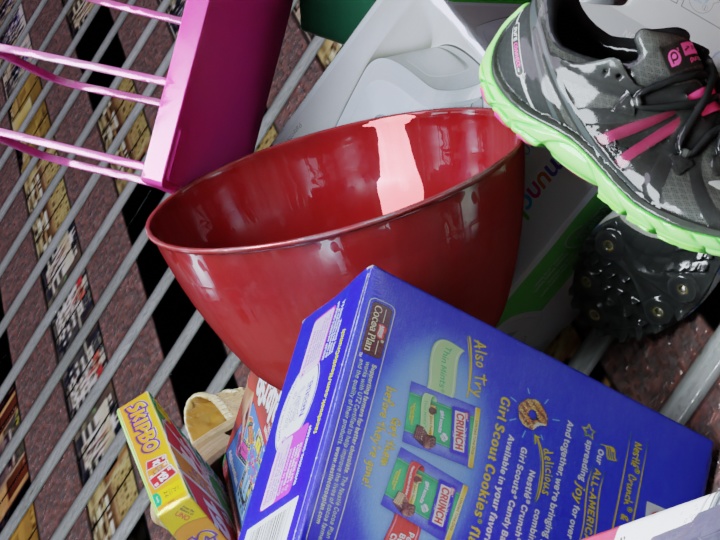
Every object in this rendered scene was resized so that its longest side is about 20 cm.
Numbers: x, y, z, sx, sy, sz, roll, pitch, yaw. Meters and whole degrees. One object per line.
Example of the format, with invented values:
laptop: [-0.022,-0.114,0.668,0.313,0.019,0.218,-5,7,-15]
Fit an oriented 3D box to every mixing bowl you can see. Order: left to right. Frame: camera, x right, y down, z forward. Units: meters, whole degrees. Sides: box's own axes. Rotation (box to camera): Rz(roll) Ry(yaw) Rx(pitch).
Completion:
mixing bowl: [0.000,0.000,1.438,0.200,0.108,0.200,-13,17,4]

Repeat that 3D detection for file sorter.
file sorter: [-0.118,-0.147,1.540,0.139,0.125,0.200,23,-99,-75]

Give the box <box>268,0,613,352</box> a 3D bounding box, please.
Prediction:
box: [0.050,-0.040,1.562,0.177,0.097,0.200,53,122,24]

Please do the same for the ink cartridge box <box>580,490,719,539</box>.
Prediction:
ink cartridge box: [0.153,0.172,1.169,0.200,0.084,0.145,-30,37,56]

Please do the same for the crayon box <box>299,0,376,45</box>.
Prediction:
crayon box: [0.037,-0.248,1.594,0.200,0.058,0.173,-48,-32,-39]

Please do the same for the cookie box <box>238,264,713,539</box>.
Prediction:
cookie box: [0.053,0.121,1.314,0.075,0.200,0.171,-38,30,52]

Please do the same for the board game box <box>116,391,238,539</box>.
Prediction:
board game box: [-0.068,0.161,1.580,0.030,0.200,0.096,-30,39,2]

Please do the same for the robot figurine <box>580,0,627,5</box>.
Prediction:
robot figurine: [0.118,-0.152,1.650,0.200,0.113,0.170,-58,11,11]

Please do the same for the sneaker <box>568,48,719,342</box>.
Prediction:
sneaker: [0.177,-0.043,1.446,0.200,0.072,0.072,-56,-12,30]

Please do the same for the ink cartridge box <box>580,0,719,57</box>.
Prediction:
ink cartridge box: [0.138,-0.212,1.548,0.176,0.200,0.045,-65,17,-11]

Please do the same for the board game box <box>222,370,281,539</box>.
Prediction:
board game box: [-0.046,0.095,1.523,0.200,0.019,0.103,-114,41,-73]

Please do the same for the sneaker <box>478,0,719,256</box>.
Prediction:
sneaker: [0.147,-0.071,1.367,0.077,0.200,0.084,-27,-34,-58]

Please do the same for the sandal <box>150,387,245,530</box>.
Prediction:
sandal: [-0.082,0.096,1.710,0.212,0.070,0.078,-27,-41,-59]
